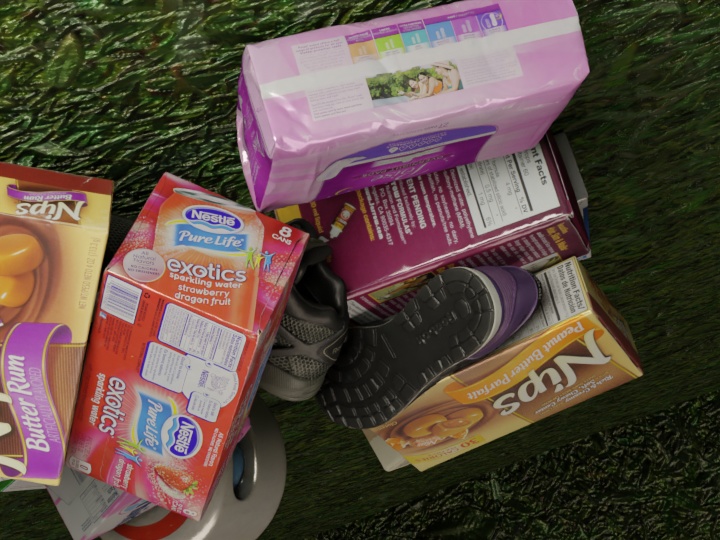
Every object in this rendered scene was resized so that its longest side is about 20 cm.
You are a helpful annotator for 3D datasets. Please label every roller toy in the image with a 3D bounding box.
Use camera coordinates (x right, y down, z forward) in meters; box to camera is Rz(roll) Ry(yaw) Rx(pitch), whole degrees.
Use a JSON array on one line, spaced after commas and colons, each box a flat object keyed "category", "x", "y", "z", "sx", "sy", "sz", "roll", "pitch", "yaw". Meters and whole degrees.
[{"category": "roller toy", "x": -0.179, "y": 0.188, "z": 1.556, "sx": 0.139, "sy": 0.200, "sz": 0.183, "roll": 8, "pitch": 115, "yaw": -60}]

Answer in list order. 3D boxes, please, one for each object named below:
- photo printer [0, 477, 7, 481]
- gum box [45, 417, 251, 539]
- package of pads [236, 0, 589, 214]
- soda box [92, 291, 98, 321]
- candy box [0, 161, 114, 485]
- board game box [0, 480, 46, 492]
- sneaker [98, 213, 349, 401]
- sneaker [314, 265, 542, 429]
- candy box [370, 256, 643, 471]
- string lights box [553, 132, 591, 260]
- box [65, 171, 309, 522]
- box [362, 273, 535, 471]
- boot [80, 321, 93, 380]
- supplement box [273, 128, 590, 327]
[{"category": "photo printer", "x": -0.293, "y": 0.061, "z": 1.040, "sx": 0.165, "sy": 0.070, "sz": 0.201, "roll": -16, "pitch": 133, "yaw": 3}, {"category": "gum box", "x": -0.179, "y": 0.153, "z": 1.337, "sx": 0.113, "sy": 0.066, "sz": 0.200, "roll": -25, "pitch": 169, "yaw": -32}, {"category": "package of pads", "x": 0.026, "y": -0.101, "z": 0.950, "sx": 0.199, "sy": 0.076, "sz": 0.121, "roll": -14, "pitch": 165, "yaw": -13}, {"category": "soda box", "x": -0.158, "y": 0.044, "z": 1.262, "sx": 0.199, "sy": 0.069, "sz": 0.064, "roll": -13, "pitch": 173, "yaw": -19}, {"category": "candy box", "x": -0.218, "y": 0.031, "z": 0.940, "sx": 0.116, "sy": 0.057, "sz": 0.201, "roll": 10, "pitch": 125, "yaw": -12}, {"category": "board game box", "x": -0.215, "y": 0.118, "z": 1.411, "sx": 0.200, "sy": 0.040, "sz": 0.153, "roll": -39, "pitch": 163, "yaw": 13}, {"category": "sneaker", "x": -0.093, "y": -0.005, "z": 1.064, "sx": 0.115, "sy": 0.199, "sz": 0.076, "roll": -59, "pitch": -179, "yaw": 35}, {"category": "sneaker", "x": 0.050, "y": 0.057, "z": 1.158, "sx": 0.087, "sy": 0.076, "sz": 0.200, "roll": -11, "pitch": 166, "yaw": -47}, {"category": "candy box", "x": 0.102, "y": 0.075, "z": 1.227, "sx": 0.199, "sy": 0.056, "sz": 0.115, "roll": -26, "pitch": 143, "yaw": 16}, {"category": "string lights box", "x": 0.133, "y": -0.042, "z": 1.323, "sx": 0.102, "sy": 0.059, "sz": 0.200, "roll": -19, "pitch": 166, "yaw": 4}, {"category": "box", "x": -0.110, "y": 0.052, "z": 0.995, "sx": 0.099, "sy": 0.096, "sz": 0.201, "roll": 23, "pitch": 136, "yaw": 2}, {"category": "box", "x": 0.087, "y": 0.085, "z": 1.381, "sx": 0.095, "sy": 0.078, "sz": 0.200, "roll": -14, "pitch": 157, "yaw": -47}, {"category": "boot", "x": -0.165, "y": 0.026, "z": 1.170, "sx": 0.199, "sy": 0.066, "sz": 0.166, "roll": -27, "pitch": 126, "yaw": -15}, {"category": "supplement box", "x": 0.053, "y": -0.038, "z": 1.157, "sx": 0.199, "sy": 0.104, "sz": 0.131, "roll": -19, "pitch": 165, "yaw": 10}]
